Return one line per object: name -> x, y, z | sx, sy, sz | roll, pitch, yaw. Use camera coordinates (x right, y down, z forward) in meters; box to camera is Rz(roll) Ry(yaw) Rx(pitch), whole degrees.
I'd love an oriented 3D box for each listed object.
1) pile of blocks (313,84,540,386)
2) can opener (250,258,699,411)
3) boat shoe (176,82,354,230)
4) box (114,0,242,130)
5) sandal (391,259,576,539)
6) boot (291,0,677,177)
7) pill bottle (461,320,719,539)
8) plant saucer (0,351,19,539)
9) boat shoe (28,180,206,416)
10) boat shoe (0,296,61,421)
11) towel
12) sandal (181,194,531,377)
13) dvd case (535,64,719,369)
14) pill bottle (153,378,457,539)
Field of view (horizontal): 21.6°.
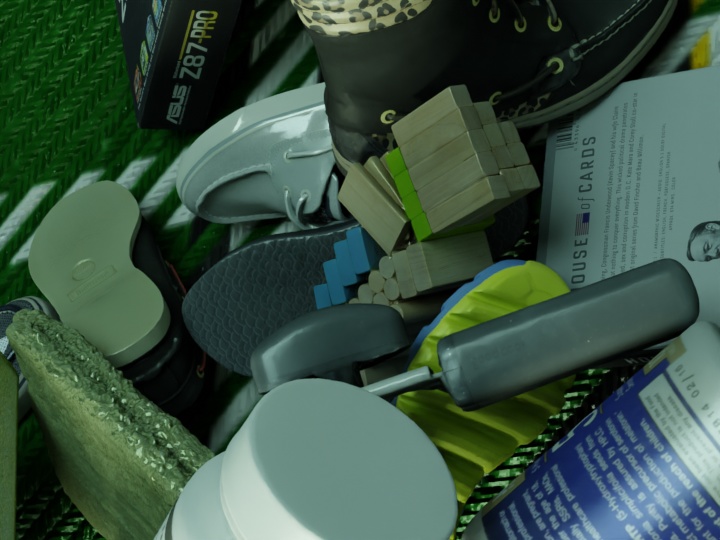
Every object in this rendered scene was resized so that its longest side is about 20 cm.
pile of blocks -> 0.030, -0.009, 0.943 | 0.082, 0.062, 0.201 | 51, 131, 28
can opener -> 0.048, 0.027, 0.839 | 0.199, 0.053, 0.067 | -20, 80, 4
boat shoe -> -0.014, -0.056, 1.036 | 0.199, 0.072, 0.069 | -15, 57, 18
box -> -0.105, -0.207, 1.109 | 0.200, 0.049, 0.162 | 114, 150, -51
sandal -> 0.034, 0.081, 0.914 | 0.201, 0.079, 0.087 | -57, 14, 0
boot -> 0.059, -0.135, 0.917 | 0.199, 0.151, 0.073 | -27, 55, 0
pill bottle -> 0.113, 0.129, 0.813 | 0.200, 0.120, 0.120 | -42, 50, 11
plant saucer -> -0.209, 0.149, 1.017 | 0.047, 0.201, 0.201 | 1, 55, -10
boat shoe -> -0.140, 0.015, 1.085 | 0.073, 0.063, 0.202 | -31, 35, -2
boat shoe -> -0.275, 0.078, 1.134 | 0.200, 0.093, 0.075 | -42, 50, 11
towel -> -0.113, 0.110, 0.978 | 0.036, 0.149, 0.200 | -33, 44, -22
sandal -> 0.001, 0.000, 1.005 | 0.199, 0.043, 0.077 | -22, 96, 13
dvd case -> 0.177, -0.031, 0.910 | 0.199, 0.025, 0.151 | -7, 64, 34
pill bottle -> -0.043, 0.148, 0.816 | 0.200, 0.113, 0.114 | -58, 42, 35
